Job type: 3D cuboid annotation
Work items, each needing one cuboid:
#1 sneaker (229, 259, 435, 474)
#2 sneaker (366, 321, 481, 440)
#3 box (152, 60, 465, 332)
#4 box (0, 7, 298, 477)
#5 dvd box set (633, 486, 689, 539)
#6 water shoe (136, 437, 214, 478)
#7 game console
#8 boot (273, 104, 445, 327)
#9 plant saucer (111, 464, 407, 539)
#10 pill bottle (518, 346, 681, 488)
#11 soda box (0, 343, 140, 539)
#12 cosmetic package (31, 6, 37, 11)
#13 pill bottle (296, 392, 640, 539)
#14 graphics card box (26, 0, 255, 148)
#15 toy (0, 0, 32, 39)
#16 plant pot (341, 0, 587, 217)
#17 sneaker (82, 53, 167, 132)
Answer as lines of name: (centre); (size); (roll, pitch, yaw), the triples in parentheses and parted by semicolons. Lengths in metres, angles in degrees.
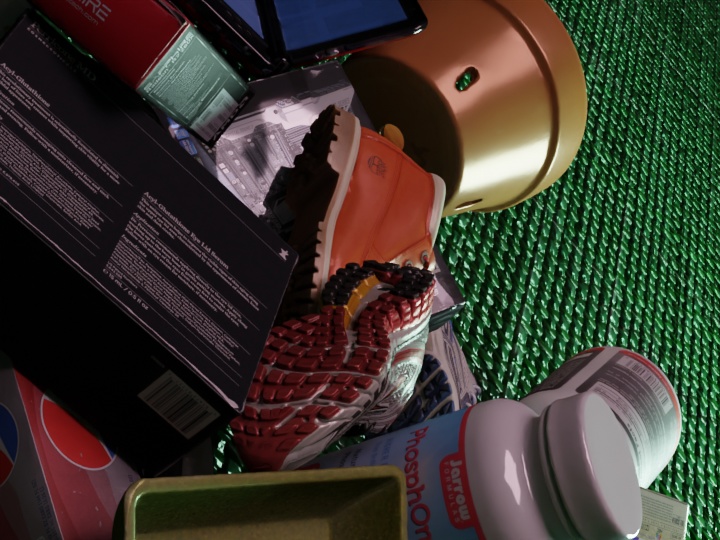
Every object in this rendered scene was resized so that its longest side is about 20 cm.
sneaker: (-0.007, 0.066, 0.906); (0.200, 0.077, 0.083); (-39, 133, -56)
sneaker: (0.053, 0.091, 1.157); (0.085, 0.077, 0.202); (36, 34, -37)
box: (-0.041, -0.032, 1.099); (0.156, 0.050, 0.202); (-18, 73, -32)
box: (-0.138, -0.015, 0.837); (0.200, 0.079, 0.142); (43, 34, -17)
dvd box set: (0.162, 0.243, 1.098); (0.145, 0.029, 0.203); (22, 73, -44)
water shoe: (-0.138, 0.067, 0.918); (0.078, 0.072, 0.202); (-1, 58, -25)
game console: (-0.059, -0.226, 1.221); (0.172, 0.119, 0.200); (42, 12, -21)
boot: (0.000, 0.000, 1.030); (0.106, 0.075, 0.202); (28, 58, -22)
plant saucer: (-0.056, 0.202, 0.821); (0.199, 0.047, 0.203); (4, 84, -48)
pill bottle: (0.165, 0.136, 1.233); (0.117, 0.115, 0.200); (57, 29, 4)
soda box: (-0.174, 0.064, 0.846); (0.070, 0.063, 0.202); (10, 51, -50)
cosmetic package: (-0.245, -0.251, 1.047); (0.103, 0.087, 0.202); (36, 33, -33)
pill bottle: (0.055, 0.139, 0.940); (0.109, 0.198, 0.110); (47, 32, -41)
graphics card box: (-0.135, -0.140, 0.926); (0.125, 0.051, 0.200); (40, 2, 7)
toy: (-0.241, -0.136, 0.905); (0.201, 0.115, 0.047); (55, -15, -6)
plant pot: (0.061, -0.128, 1.298); (0.140, 0.200, 0.201); (-32, 87, -45)
sneaker: (-0.131, -0.050, 0.986); (0.200, 0.078, 0.099); (46, -10, -1)
